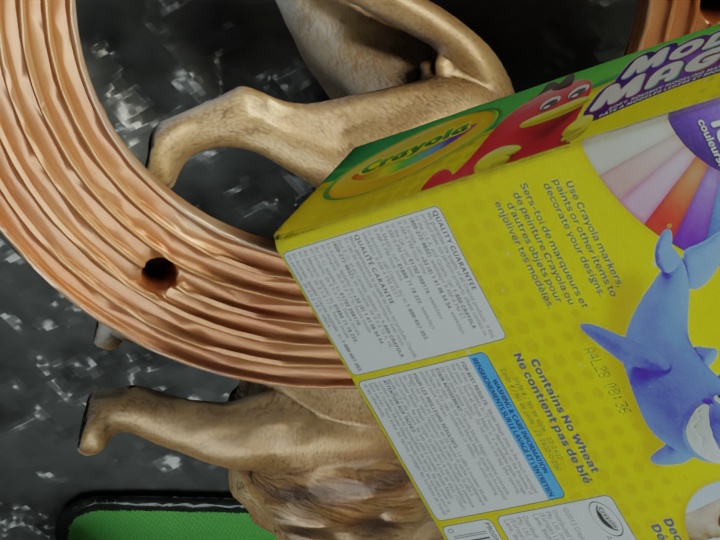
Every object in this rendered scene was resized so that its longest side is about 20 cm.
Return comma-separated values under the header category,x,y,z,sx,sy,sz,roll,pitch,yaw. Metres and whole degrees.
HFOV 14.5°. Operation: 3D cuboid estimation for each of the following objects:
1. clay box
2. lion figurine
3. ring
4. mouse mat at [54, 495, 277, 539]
category,x,y,z,sx,sy,sz,roll,pitch,yaw
clay box,0.090,0.007,0.582,0.199,0.048,0.115,-16,112,38
lion figurine,0.000,0.000,0.709,0.122,0.073,0.201,11,132,-7
ring,0.000,-0.066,0.634,0.199,0.019,0.202,-4,117,-8
mouse mat,-0.008,0.153,0.870,0.160,0.008,0.201,1,121,7
